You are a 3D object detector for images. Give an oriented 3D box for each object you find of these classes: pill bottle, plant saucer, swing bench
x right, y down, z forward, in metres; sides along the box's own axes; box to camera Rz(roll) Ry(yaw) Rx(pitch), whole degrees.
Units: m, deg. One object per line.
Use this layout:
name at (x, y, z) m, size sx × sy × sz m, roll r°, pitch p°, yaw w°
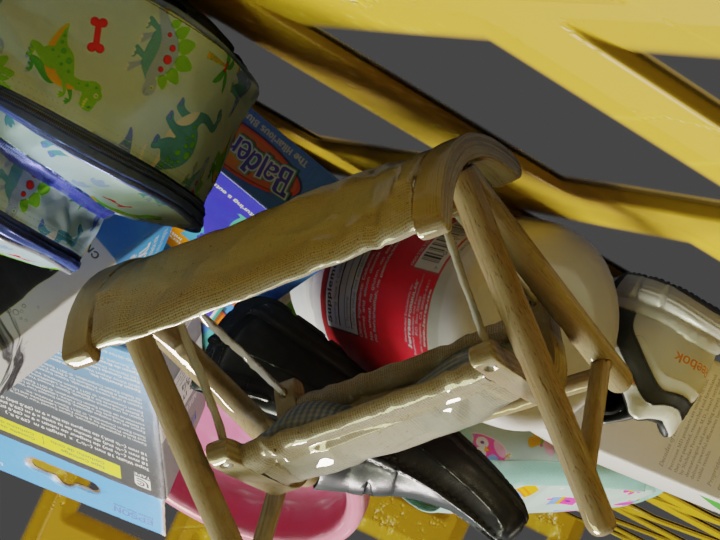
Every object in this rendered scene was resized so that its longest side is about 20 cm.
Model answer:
pill bottle at (0.044, 0.017, 1.312) m, size 0.112 × 0.113 × 0.200 m, roll 28°, pitch 173°, yaw -31°
plant saucer at (-0.080, 0.097, 1.494) m, size 0.199 × 0.051 × 0.201 m, roll 20°, pitch 146°, yaw 14°
swing bench at (-0.001, 0.041, 1.128) m, size 0.198 × 0.130 × 0.201 m, roll -19°, pitch 119°, yaw 22°

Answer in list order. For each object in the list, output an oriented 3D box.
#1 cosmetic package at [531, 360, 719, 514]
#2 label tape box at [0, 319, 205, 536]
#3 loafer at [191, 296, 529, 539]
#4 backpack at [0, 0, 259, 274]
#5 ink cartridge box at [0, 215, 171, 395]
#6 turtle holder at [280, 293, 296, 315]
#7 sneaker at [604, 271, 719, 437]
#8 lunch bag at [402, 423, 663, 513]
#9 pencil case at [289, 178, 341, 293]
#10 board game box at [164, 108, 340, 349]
cosmetic package at (0.204, 0.097, 1.491) m, size 0.199 × 0.085 × 0.107 m, roll 20°, pitch 173°, yaw 33°
label tape box at (-0.169, 0.060, 1.408) m, size 0.143 × 0.064 × 0.201 m, roll 21°, pitch 147°, yaw 12°
loafer at (0.000, 0.094, 1.286) m, size 0.200 × 0.071 × 0.068 m, roll 35°, pitch 169°, yaw 0°
backpack at (-0.159, -0.082, 1.119) m, size 0.199 × 0.148 × 0.183 m, roll 21°, pitch 175°, yaw 18°
ink cartridge box at (-0.220, -0.008, 1.231) m, size 0.145 × 0.200 × 0.084 m, roll 47°, pitch 150°, yaw 7°
turtle holder at (-0.084, 0.012, 1.556) m, size 0.140 × 0.186 × 0.133 m, roll -15°, pitch 107°, yaw 29°
sneaker at (0.126, 0.038, 1.332) m, size 0.073 × 0.081 × 0.200 m, roll 26°, pitch 176°, yaw -27°
lunch bag at (0.108, 0.114, 1.670) m, size 0.169 × 0.123 × 0.200 m, roll 5°, pitch -173°, yaw -22°
pencil case at (0.000, 0.000, 1.452) m, size 0.199 × 0.090 × 0.078 m, roll 28°, pitch 156°, yaw -19°
board game box at (-0.100, -0.040, 1.316) m, size 0.152 × 0.045 × 0.200 m, roll 39°, pitch 154°, yaw -9°
